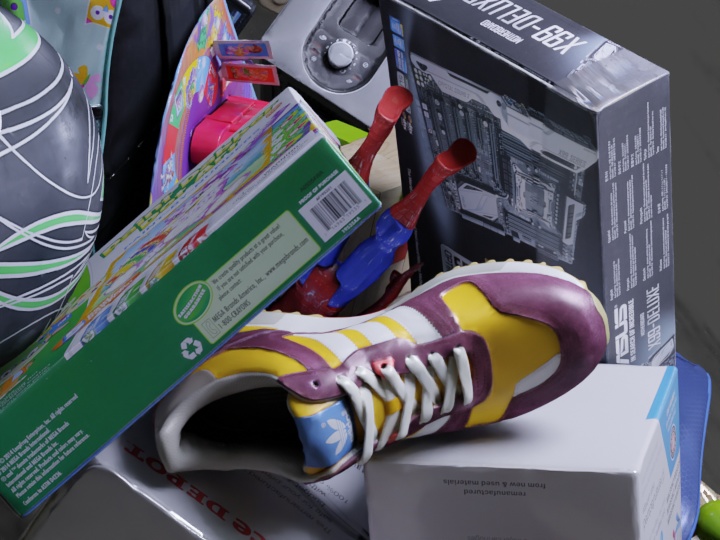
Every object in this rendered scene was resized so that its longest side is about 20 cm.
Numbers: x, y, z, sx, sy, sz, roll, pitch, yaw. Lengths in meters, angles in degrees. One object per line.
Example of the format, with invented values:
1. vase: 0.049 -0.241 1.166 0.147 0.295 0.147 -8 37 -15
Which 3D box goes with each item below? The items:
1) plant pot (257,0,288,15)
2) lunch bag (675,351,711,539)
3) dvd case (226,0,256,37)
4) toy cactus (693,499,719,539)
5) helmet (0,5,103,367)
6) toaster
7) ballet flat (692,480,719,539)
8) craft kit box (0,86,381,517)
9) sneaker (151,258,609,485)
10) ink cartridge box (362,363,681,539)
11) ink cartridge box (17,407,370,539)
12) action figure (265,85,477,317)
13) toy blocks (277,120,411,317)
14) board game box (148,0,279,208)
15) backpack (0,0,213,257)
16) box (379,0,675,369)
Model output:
1. plant pot: 0.000 -0.282 1.718 0.199 0.200 0.178 24 38 -30
2. lunch bag: 0.097 0.106 1.208 0.132 0.136 0.200 32 33 -9
3. dvd case: -0.179 -0.155 1.280 0.200 0.143 0.018 36 20 -6
4. toy cactus: 0.204 0.176 1.162 0.165 0.199 0.103 -30 105 -62
5. helmet: -0.205 -0.037 0.962 0.190 0.201 0.200 23 17 25
6. toaster: 0.032 -0.116 1.467 0.180 0.119 0.200 34 -8 3
7. ballet flat: 0.210 0.170 1.376 0.200 0.071 0.065 34 51 -3
8. craft kit box: -0.086 0.006 0.992 0.049 0.200 0.198 49 2 -9
9. sneaker: 0.009 0.053 0.953 0.090 0.199 0.075 -74 149 -64
10. ink cartridge box: 0.083 0.158 1.039 0.125 0.201 0.129 0 19 16
11. ink cartridge box: -0.064 0.110 1.046 0.144 0.084 0.200 36 24 -3
12. action figure: -0.011 -0.002 1.115 0.065 0.200 0.052 37 35 3
13. toy blocks: 0.000 0.000 1.239 0.100 0.137 0.200 24 24 24
14. board game box: -0.065 -0.044 1.190 0.039 0.159 0.200 9 -24 12
15. backpack: -0.152 -0.116 1.179 0.153 0.201 0.176 20 22 11
16. box: 0.084 -0.034 1.094 0.050 0.201 0.158 -29 43 -26
